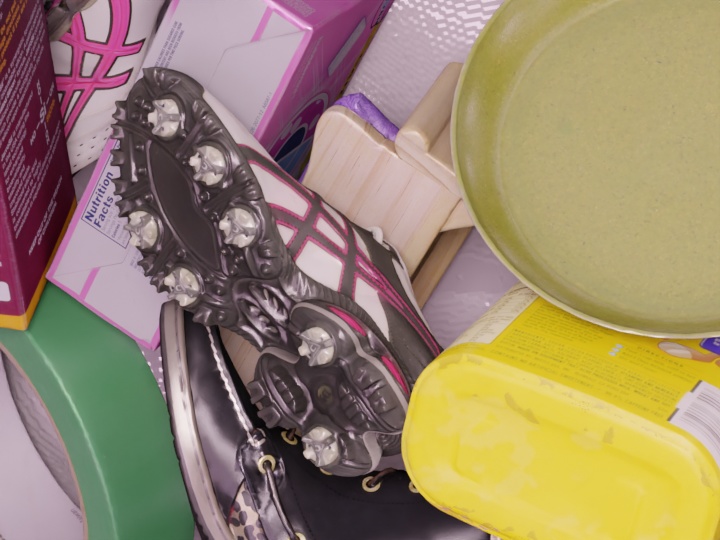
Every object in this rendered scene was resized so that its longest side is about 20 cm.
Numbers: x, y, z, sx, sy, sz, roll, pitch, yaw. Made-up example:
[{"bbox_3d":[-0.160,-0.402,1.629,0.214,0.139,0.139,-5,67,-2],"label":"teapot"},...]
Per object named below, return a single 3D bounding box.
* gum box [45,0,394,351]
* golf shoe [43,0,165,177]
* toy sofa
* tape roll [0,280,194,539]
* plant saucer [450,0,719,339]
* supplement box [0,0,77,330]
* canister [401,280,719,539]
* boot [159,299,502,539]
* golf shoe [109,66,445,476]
[{"bbox_3d":[-0.063,-0.065,1.355,0.066,0.113,0.200,34,121,9],"label":"gum box"},{"bbox_3d":[-0.126,-0.106,1.406,0.092,0.073,0.200,29,122,-22],"label":"golf shoe"},{"bbox_3d":[0.000,0.000,1.359,0.097,0.083,0.200,33,121,3],"label":"toy sofa"},{"bbox_3d":[-0.159,0.079,1.448,0.200,0.048,0.201,37,141,37],"label":"tape roll"},{"bbox_3d":[0.138,-0.056,1.245,0.199,0.201,0.031,23,159,16],"label":"plant saucer"},{"bbox_3d":[-0.200,-0.076,1.312,0.110,0.086,0.201,8,138,11],"label":"supplement box"},{"bbox_3d":[0.119,0.050,1.262,0.148,0.200,0.087,21,117,17],"label":"canister"},{"bbox_3d":[0.001,0.093,1.313,0.153,0.073,0.205,-18,89,2],"label":"boot"},{"bbox_3d":[-0.035,-0.004,1.272,0.077,0.088,0.200,-40,81,37],"label":"golf shoe"}]
